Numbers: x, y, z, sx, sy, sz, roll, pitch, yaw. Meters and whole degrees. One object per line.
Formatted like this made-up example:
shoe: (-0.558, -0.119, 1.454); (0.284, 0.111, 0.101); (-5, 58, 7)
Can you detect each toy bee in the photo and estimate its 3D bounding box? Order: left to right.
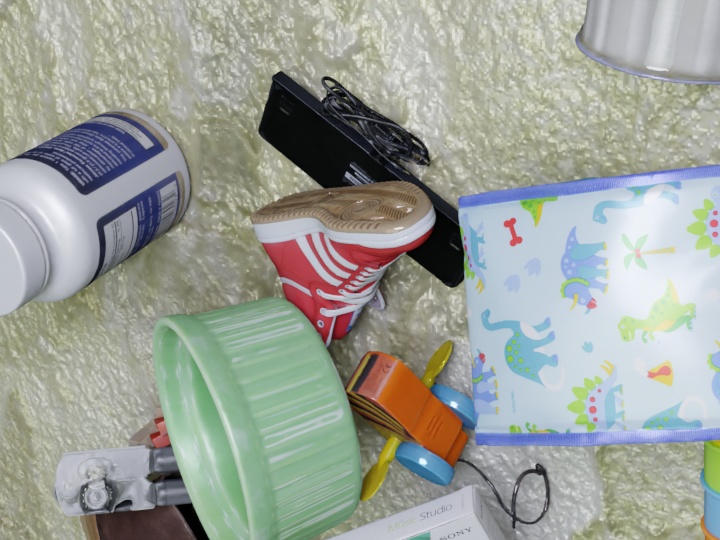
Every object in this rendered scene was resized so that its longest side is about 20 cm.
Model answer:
toy bee: (0.042, 0.131, 0.994); (0.108, 0.131, 0.201); (7, 130, 52)

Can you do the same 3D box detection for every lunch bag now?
lunch bag: (0.175, 0.023, 0.836); (0.199, 0.127, 0.172); (-6, 89, 38)

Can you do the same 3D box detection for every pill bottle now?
pill bottle: (-0.227, -0.044, 0.996); (0.110, 0.200, 0.112); (11, 118, 23)

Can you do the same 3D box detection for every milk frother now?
milk frother: (0.176, -0.193, 0.697); (0.180, 0.198, 0.190); (35, 131, 46)

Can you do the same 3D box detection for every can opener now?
can opener: (-0.162, 0.175, 1.110); (0.198, 0.067, 0.054); (-3, 82, -12)

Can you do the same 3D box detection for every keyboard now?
keyboard: (0.016, -0.079, 0.961); (0.199, 0.040, 0.104); (39, 148, 6)

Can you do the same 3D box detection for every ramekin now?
ramekin: (-0.078, 0.118, 0.980); (0.200, 0.097, 0.202); (50, 149, 45)

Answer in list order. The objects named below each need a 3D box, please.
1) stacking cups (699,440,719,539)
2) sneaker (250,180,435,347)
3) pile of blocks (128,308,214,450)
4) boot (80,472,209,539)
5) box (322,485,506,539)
stacking cups: (0.272, 0.164, 0.919); (0.060, 0.061, 0.202); (5, 118, 26)
sneaker: (0.000, 0.000, 0.952); (0.199, 0.071, 0.113); (4, 119, 56)
pile of blocks: (-0.141, 0.124, 1.115); (0.082, 0.062, 0.201); (37, 125, 8)
boot: (-0.181, 0.286, 1.194); (0.166, 0.072, 0.202); (-21, 94, 47)
box: (0.064, 0.267, 1.003); (0.143, 0.036, 0.201); (-23, 117, 16)
